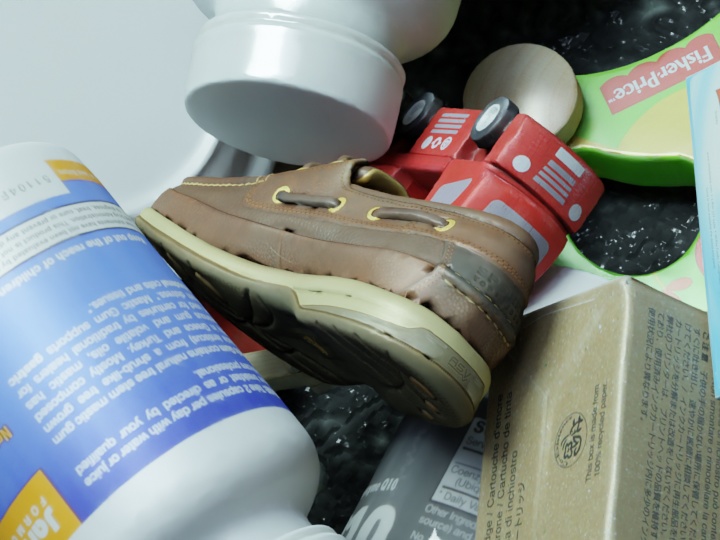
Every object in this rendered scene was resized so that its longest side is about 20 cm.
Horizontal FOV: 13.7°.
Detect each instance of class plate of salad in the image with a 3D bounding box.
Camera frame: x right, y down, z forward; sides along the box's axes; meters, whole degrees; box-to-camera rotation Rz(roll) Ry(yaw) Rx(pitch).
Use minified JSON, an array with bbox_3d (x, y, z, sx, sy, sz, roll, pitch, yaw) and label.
[{"bbox_3d":[-0.122,-0.082,1.177,0.048,0.200,0.200,-28,37,58],"label":"plate of salad"}]

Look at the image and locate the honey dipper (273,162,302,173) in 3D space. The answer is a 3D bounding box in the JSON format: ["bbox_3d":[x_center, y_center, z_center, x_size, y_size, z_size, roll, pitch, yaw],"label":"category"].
[{"bbox_3d":[-0.087,-0.079,1.239,0.038,0.200,0.038,-46,31,39],"label":"honey dipper"}]

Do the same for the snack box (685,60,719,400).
[{"bbox_3d":[0.201,-0.002,1.055,0.037,0.200,0.117,-24,63,48],"label":"snack box"}]

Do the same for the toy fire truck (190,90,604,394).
[{"bbox_3d":[0.000,0.000,1.165,0.141,0.049,0.200,-55,23,-10],"label":"toy fire truck"}]

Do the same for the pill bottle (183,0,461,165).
[{"bbox_3d":[-0.008,-0.147,1.168,0.110,0.111,0.201,4,69,24],"label":"pill bottle"}]

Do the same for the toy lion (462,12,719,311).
[{"bbox_3d":[0.163,-0.032,1.187,0.200,0.069,0.192,-25,60,5],"label":"toy lion"}]

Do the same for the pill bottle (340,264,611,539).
[{"bbox_3d":[0.052,0.106,1.103,0.113,0.113,0.200,17,65,30],"label":"pill bottle"}]

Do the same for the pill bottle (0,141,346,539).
[{"bbox_3d":[-0.085,0.062,1.031,0.112,0.112,0.200,-38,70,-5],"label":"pill bottle"}]

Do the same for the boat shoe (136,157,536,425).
[{"bbox_3d":[-0.007,-0.003,1.066,0.068,0.072,0.200,-53,34,-12],"label":"boat shoe"}]

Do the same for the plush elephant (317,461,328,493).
[{"bbox_3d":[-0.101,0.105,1.156,0.154,0.165,0.201,2,90,-19],"label":"plush elephant"}]

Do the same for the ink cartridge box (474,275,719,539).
[{"bbox_3d":[0.119,0.125,1.015,0.075,0.164,0.201,-23,51,48],"label":"ink cartridge box"}]
